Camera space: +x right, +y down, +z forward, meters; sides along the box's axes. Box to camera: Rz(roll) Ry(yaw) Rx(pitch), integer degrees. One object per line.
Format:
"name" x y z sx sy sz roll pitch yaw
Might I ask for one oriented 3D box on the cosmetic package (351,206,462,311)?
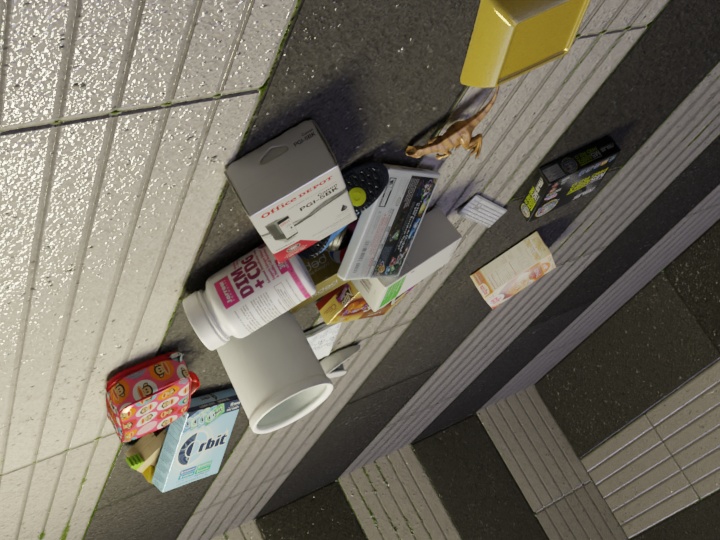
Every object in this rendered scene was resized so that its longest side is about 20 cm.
"cosmetic package" 0.087 -0.023 1.732 0.198 0.085 0.108 -32 162 -24

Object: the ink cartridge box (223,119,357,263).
"ink cartridge box" -0.094 -0.107 1.305 0.145 0.084 0.200 -30 161 -2

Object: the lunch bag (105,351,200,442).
"lunch bag" -0.379 0.232 1.687 0.174 0.083 0.201 -23 158 -26

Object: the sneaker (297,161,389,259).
"sneaker" -0.035 -0.103 1.458 0.200 0.066 0.079 -44 -170 10

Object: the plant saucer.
"plant saucer" 0.250 -0.347 1.304 0.197 0.049 0.201 -27 160 -15

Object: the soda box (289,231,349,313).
"soda box" -0.058 -0.007 1.618 0.197 0.068 0.064 -30 160 -6

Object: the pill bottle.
"pill bottle" -0.180 0.037 1.474 0.198 0.115 0.114 -32 161 0

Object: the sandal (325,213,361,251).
"sandal" -0.022 -0.079 1.531 0.200 0.048 0.075 -41 158 21

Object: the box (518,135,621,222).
"box" 0.449 -0.196 1.962 0.197 0.045 0.161 -25 159 -19

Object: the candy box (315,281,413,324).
"candy box" 0.014 0.049 1.877 0.198 0.057 0.117 -4 146 -51

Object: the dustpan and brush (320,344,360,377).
"dustpan and brush" -0.087 0.250 2.196 0.198 0.058 0.140 -8 150 -48

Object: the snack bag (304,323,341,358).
"snack bag" -0.140 0.184 2.020 0.197 0.022 0.189 -22 159 -25

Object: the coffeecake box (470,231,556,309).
"coffeecake box" 0.387 0.002 2.296 0.198 0.074 0.153 -34 161 8

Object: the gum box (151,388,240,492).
"gum box" -0.352 0.365 1.968 0.168 0.044 0.203 -8 124 -54

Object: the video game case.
"video game case" 0.050 -0.080 1.545 0.180 0.023 0.203 -4 120 -57

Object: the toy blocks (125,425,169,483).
"toy blocks" -0.422 0.392 2.009 0.136 0.100 0.201 -43 152 -6

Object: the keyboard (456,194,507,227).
"keyboard" 0.256 -0.123 1.898 0.056 0.011 0.199 -39 160 18

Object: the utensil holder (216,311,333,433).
"utensil holder" -0.168 0.169 1.675 0.168 0.202 0.171 -28 160 -11

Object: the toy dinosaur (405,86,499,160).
"toy dinosaur" 0.167 -0.224 1.454 0.198 0.061 0.106 -36 158 10
